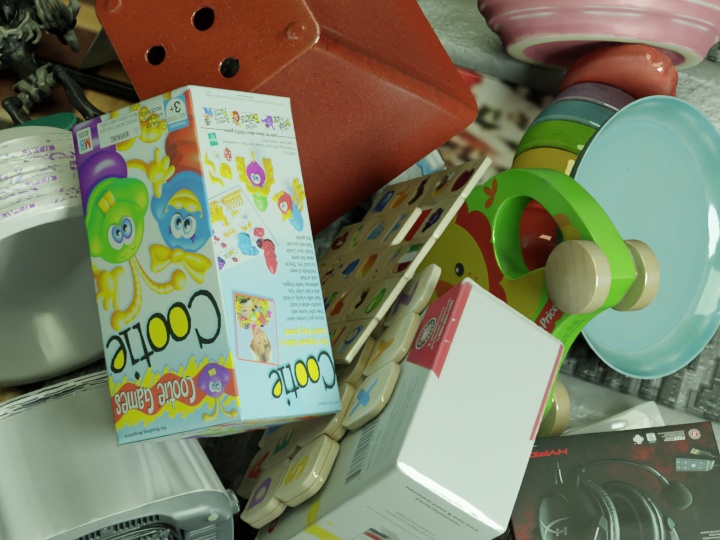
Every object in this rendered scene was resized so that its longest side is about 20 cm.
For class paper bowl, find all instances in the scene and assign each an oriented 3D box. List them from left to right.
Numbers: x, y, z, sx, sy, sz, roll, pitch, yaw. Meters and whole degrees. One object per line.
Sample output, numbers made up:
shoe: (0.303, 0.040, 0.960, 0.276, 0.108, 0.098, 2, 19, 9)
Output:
paper bowl: (-0.225, -0.018, 1.276, 0.200, 0.201, 0.105, -16, 58, -15)

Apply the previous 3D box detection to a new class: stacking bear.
stacking bear: (0.157, -0.054, 1.391, 0.113, 0.122, 0.200, 5, 50, 40)

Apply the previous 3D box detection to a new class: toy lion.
toy lion: (0.089, 0.009, 1.289, 0.068, 0.200, 0.192, -3, 46, -39)

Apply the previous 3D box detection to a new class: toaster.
toaster: (-0.185, 0.151, 1.220, 0.199, 0.114, 0.130, -18, 55, -14)

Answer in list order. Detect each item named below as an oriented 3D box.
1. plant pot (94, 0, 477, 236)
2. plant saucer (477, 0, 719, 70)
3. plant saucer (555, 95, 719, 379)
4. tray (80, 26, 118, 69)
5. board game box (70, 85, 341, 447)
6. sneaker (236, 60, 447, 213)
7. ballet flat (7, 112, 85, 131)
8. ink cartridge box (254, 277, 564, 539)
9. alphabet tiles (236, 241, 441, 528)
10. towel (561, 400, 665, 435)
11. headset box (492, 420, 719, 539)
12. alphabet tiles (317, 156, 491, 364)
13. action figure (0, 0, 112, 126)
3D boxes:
plant pot: (-0.069, -0.153, 1.336, 0.200, 0.176, 0.200, -35, 68, 14)
plant saucer: (0.188, -0.188, 1.453, 0.199, 0.201, 0.051, 5, 86, -2)
plant saucer: (0.202, -0.024, 1.349, 0.027, 0.201, 0.200, 5, 43, 47)
tray: (-0.149, -0.219, 1.434, 0.022, 0.200, 0.107, 43, 60, -3)
board game box: (-0.096, -0.001, 1.169, 0.103, 0.105, 0.201, -14, 81, 34)
sneaker: (-0.031, -0.105, 1.434, 0.200, 0.075, 0.087, 39, 67, 20)
ballet flat: (-0.277, -0.056, 1.355, 0.199, 0.074, 0.075, -15, 55, 13)
ink cartridge box: (0.027, 0.116, 1.202, 0.083, 0.200, 0.146, 32, 54, -15)
alphabet tiles: (-0.018, 0.073, 1.243, 0.015, 0.195, 0.201, 33, 55, -14)
towel: (0.153, 0.194, 1.267, 0.199, 0.032, 0.192, -16, 59, -14)
headset box: (0.169, 0.205, 1.195, 0.148, 0.077, 0.201, -4, 54, -6)
alphabet tiles: (0.000, 0.000, 1.290, 0.008, 0.200, 0.168, 40, 72, -14)
action figure: (-0.259, -0.167, 1.438, 0.119, 0.102, 0.200, -32, 65, -11)
